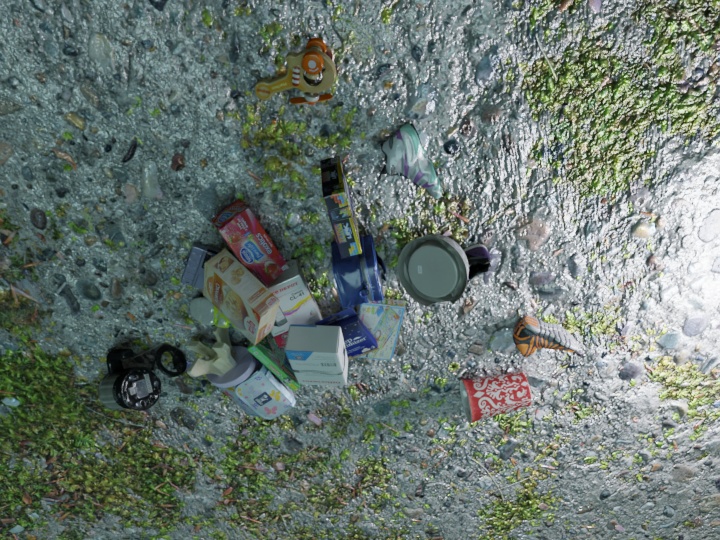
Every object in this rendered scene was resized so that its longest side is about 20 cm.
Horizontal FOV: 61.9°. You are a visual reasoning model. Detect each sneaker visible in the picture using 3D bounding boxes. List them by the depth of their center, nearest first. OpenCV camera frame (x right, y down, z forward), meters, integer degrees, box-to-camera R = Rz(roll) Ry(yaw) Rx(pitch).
[{"bbox_3d":[0.108,-0.244,1.475,0.138,0.078,0.202,-25,112,14],"label":"sneaker"},{"bbox_3d":[0.259,-0.002,1.629,0.197,0.088,0.076,-26,122,12],"label":"sneaker"},{"bbox_3d":[-0.376,0.121,1.675,0.196,0.105,0.078,14,93,23],"label":"sneaker"},{"bbox_3d":[0.549,0.216,1.809,0.196,0.078,0.113,24,124,-6],"label":"sneaker"}]

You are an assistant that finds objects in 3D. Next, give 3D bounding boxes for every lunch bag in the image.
[{"bbox_3d":[0.000,0.000,1.546,0.129,0.201,0.138,-13,119,2],"label":"lunch bag"},{"bbox_3d":[-0.303,0.342,1.752,0.197,0.128,0.171,-7,132,40],"label":"lunch bag"}]

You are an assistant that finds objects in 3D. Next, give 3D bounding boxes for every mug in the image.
[{"bbox_3d":[0.421,0.389,1.897,0.195,0.178,0.137,-12,87,-1],"label":"mug"}]

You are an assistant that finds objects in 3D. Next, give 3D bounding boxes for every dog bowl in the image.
[{"bbox_3d":[0.198,-0.004,1.594,0.196,0.059,0.205,12,115,26],"label":"dog bowl"}]

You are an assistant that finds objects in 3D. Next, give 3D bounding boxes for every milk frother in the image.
[{"bbox_3d":[-0.635,0.315,1.755,0.197,0.185,0.186,8,166,-42],"label":"milk frother"}]

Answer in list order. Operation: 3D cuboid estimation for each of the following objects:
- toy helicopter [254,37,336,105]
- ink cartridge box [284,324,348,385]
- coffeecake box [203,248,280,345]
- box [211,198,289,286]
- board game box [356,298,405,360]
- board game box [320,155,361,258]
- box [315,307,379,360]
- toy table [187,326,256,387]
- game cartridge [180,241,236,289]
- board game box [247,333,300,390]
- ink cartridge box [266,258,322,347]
[{"bbox_3d":[-0.146,-0.423,1.351,0.196,0.080,0.133,-13,133,17],"label":"toy helicopter"},{"bbox_3d":[-0.115,0.234,1.642,0.141,0.085,0.202,1,146,7],"label":"ink cartridge box"},{"bbox_3d":[-0.305,0.069,1.520,0.199,0.073,0.154,41,145,12],"label":"coffeecake box"},{"bbox_3d":[-0.280,-0.067,1.527,0.095,0.100,0.202,-37,122,-9],"label":"box"},{"bbox_3d":[0.046,0.172,1.760,0.131,0.035,0.204,7,122,-8],"label":"board game box"},{"bbox_3d":[-0.049,-0.155,1.441,0.055,0.202,0.168,-13,123,3],"label":"board game box"},{"bbox_3d":[-0.037,0.186,1.691,0.119,0.033,0.201,-23,138,11],"label":"box"},{"bbox_3d":[-0.399,0.243,1.701,0.197,0.186,0.118,-15,131,34],"label":"toy table"},{"bbox_3d":[-0.375,0.010,1.627,0.196,0.039,0.131,20,124,-16],"label":"game cartridge"},{"bbox_3d":[-0.237,0.232,1.718,0.029,0.136,0.201,-27,121,23],"label":"board game box"},{"bbox_3d":[-0.201,0.092,1.644,0.145,0.086,0.203,-22,127,-1],"label":"ink cartridge box"}]
